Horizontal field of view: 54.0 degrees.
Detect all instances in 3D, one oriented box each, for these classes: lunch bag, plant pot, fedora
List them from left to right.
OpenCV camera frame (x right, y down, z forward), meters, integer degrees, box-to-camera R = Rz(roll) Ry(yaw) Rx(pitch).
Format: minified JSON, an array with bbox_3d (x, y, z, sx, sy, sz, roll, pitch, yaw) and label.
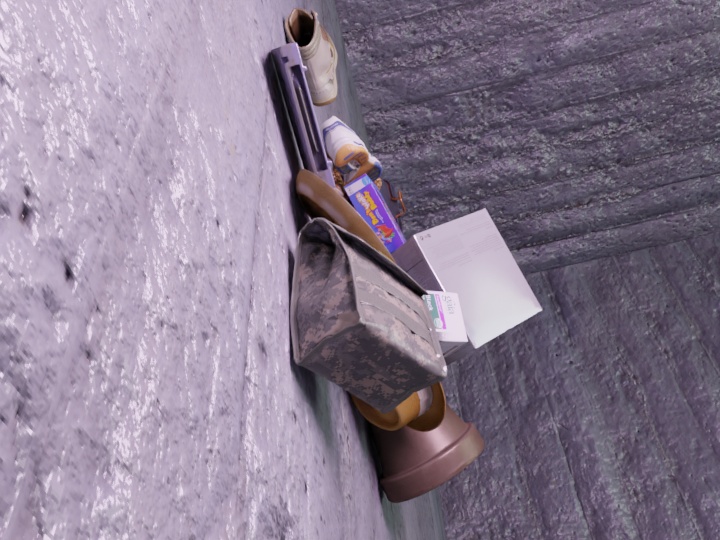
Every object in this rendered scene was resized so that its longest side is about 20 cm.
[{"bbox_3d":[-0.026,-0.057,0.986,0.200,0.027,0.200,46,-8,8],"label":"plant pot"},{"bbox_3d":[0.004,0.040,0.841,0.164,0.117,0.202,37,29,-38],"label":"lunch bag"},{"bbox_3d":[0.039,0.185,1.114,0.081,0.199,0.203,-34,120,-37],"label":"fedora"},{"bbox_3d":[0.093,0.283,1.257,0.176,0.199,0.200,59,5,4],"label":"plant pot"}]

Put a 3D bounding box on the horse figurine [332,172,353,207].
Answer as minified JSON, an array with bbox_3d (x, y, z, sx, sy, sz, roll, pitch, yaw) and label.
[{"bbox_3d":[-0.053,-0.138,1.214,0.200,0.049,0.134,-91,162,-73],"label":"horse figurine"}]

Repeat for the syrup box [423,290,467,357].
[{"bbox_3d":[0.049,0.077,1.009,0.081,0.197,0.080,-45,-132,51],"label":"syrup box"}]

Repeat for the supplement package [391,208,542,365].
[{"bbox_3d":[0.159,0.035,1.191,0.147,0.190,0.202,-39,-105,50],"label":"supplement package"}]

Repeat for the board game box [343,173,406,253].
[{"bbox_3d":[0.034,-0.091,1.259,0.136,0.044,0.200,61,6,3],"label":"board game box"}]

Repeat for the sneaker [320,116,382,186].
[{"bbox_3d":[-0.017,-0.203,1.220,0.089,0.075,0.200,60,0,15],"label":"sneaker"}]

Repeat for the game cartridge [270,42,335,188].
[{"bbox_3d":[-0.082,-0.222,1.017,0.130,0.038,0.203,-117,-168,-71],"label":"game cartridge"}]

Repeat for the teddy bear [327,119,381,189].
[{"bbox_3d":[-0.024,-0.194,1.379,0.199,0.066,0.147,35,68,-49],"label":"teddy bear"}]

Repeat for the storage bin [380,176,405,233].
[{"bbox_3d":[0.015,-0.151,1.547,0.135,0.144,0.202,55,21,-49],"label":"storage bin"}]

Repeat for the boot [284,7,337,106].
[{"bbox_3d":[-0.093,-0.428,1.310,0.155,0.071,0.203,65,15,-57],"label":"boot"}]
